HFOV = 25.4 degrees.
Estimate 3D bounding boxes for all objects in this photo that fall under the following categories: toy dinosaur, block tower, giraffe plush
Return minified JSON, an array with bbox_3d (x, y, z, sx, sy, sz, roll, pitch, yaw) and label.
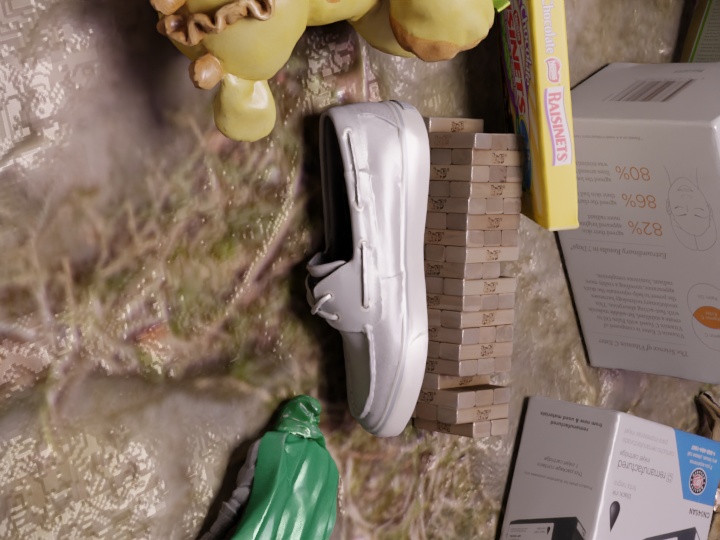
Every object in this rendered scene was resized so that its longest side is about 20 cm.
[{"bbox_3d":[0.272,0.198,1.249,0.101,0.058,0.202,-2,96,-46],"label":"toy dinosaur"},{"bbox_3d":[0.064,0.003,1.017,0.054,0.058,0.202,-2,95,-46],"label":"block tower"},{"bbox_3d":[-0.036,-0.156,0.838,0.162,0.200,0.173,-35,88,-11],"label":"giraffe plush"}]

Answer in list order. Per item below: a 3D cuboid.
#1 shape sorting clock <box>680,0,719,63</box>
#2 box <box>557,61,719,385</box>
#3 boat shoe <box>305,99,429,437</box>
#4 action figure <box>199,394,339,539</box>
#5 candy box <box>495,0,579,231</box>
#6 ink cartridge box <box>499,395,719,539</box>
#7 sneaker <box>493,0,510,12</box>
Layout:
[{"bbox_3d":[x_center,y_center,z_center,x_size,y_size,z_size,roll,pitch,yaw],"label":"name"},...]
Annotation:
[{"bbox_3d":[0.300,-0.182,1.137,0.039,0.200,0.201,18,81,-25],"label":"shape sorting clock"},{"bbox_3d":[0.227,-0.034,1.109,0.106,0.152,0.201,-36,119,-37],"label":"box"},{"bbox_3d":[0.000,0.000,0.948,0.068,0.072,0.201,-1,103,-24],"label":"boat shoe"},{"bbox_3d":[-0.055,0.166,0.916,0.118,0.054,0.201,35,63,-40],"label":"action figure"},{"bbox_3d":[0.110,-0.132,1.022,0.026,0.102,0.201,-8,102,-9],"label":"candy box"},{"bbox_3d":[0.170,0.203,1.126,0.144,0.084,0.201,18,82,-44],"label":"ink cartridge box"},{"bbox_3d":[0.026,-0.236,0.948,0.072,0.083,0.201,-36,96,-14],"label":"sneaker"}]
